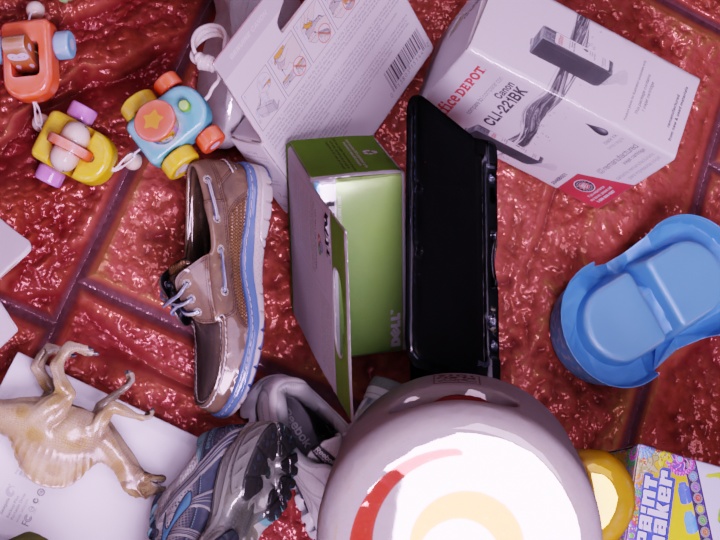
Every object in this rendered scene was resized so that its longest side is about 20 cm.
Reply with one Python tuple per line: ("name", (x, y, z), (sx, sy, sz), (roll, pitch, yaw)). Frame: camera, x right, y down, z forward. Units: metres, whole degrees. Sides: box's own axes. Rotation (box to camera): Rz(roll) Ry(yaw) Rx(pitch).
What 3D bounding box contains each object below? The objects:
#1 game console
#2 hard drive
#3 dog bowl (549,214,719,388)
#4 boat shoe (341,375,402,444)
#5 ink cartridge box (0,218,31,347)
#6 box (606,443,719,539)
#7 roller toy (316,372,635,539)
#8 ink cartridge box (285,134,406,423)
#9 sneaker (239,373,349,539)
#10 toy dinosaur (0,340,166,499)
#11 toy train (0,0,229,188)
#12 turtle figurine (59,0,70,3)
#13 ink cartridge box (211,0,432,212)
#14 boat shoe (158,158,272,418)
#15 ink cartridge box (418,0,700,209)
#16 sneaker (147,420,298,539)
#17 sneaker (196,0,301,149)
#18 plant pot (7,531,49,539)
("game console", (0.045, -0.007, 0.945), (0.115, 0.176, 0.202), (9, 73, -25))
("hard drive", (-0.196, 0.165, 0.914), (0.199, 0.027, 0.133), (27, 69, -8))
("dog bowl", (0.251, 0.030, 1.074), (0.199, 0.050, 0.112), (-28, 85, -22))
("boat shoe", (0.059, 0.164, 0.940), (0.065, 0.074, 0.202), (-53, 126, -20))
("ink cartridge box", (-0.330, 0.039, 0.864), (0.115, 0.067, 0.200), (34, 66, 22))
("box", (0.242, 0.225, 0.938), (0.191, 0.200, 0.123), (17, 72, -11))
("roller toy", (0.067, 0.163, 0.815), (0.182, 0.140, 0.200), (44, 97, -1))
("ink cartridge box", (0.000, 0.000, 0.899), (0.075, 0.200, 0.149), (-7, 113, -13))
("sneaker", (-0.017, 0.164, 0.941), (0.075, 0.081, 0.200), (-39, 91, -24))
("toy dinosaur", (-0.224, 0.103, 0.877), (0.198, 0.058, 0.102), (21, 71, -10))
("toy train", (-0.202, -0.142, 0.948), (0.198, 0.056, 0.152), (1, 86, 7))
("turtle figurine", (-0.163, -0.291, 0.982), (0.200, 0.192, 0.145), (-44, 115, -56))
("ink cartridge box", (-0.036, -0.176, 0.991), (0.201, 0.044, 0.177), (-56, 136, -22))
("boat shoe", (-0.118, 0.012, 0.944), (0.072, 0.072, 0.202), (10, 75, -30))
("ink cartridge box", (0.162, -0.150, 1.044), (0.199, 0.144, 0.084), (26, 70, -8))
("sneaker", (-0.116, 0.197, 0.867), (0.078, 0.086, 0.201), (59, 44, -36))
("sneaker", (-0.083, -0.193, 1.026), (0.088, 0.075, 0.202), (15, 72, -30))
("plant pot", (-0.265, 0.273, 0.795), (0.189, 0.200, 0.201), (-32, 86, -35))
